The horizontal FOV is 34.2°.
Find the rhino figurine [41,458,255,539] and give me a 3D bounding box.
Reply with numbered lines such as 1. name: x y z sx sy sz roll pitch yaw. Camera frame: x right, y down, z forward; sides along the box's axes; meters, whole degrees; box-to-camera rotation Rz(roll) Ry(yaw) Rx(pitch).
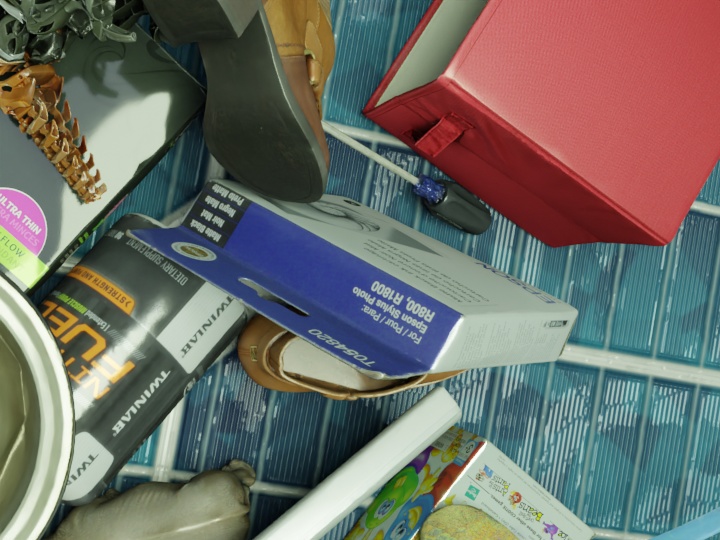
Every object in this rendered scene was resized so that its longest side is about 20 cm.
1. rhino figurine: -0.160 0.171 0.741 0.200 0.087 0.060 -15 91 -7

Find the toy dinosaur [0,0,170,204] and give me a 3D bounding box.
1. toy dinosaur: -0.166 -0.142 0.618 0.136 0.102 0.200 -13 117 26

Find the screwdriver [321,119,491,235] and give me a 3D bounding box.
1. screwdriver: 0.029 -0.062 0.768 0.028 0.029 0.200 -52 142 11

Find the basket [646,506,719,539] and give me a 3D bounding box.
1. basket: 0.212 0.252 0.798 0.176 0.139 0.200 -17 126 -14

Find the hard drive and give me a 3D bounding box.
1. hard drive: -0.031 0.155 0.736 0.200 0.132 0.027 -37 83 -22

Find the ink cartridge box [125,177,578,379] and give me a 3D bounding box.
1. ink cartridge box: 0.000 0.000 0.688 0.200 0.200 0.041 0 114 -56

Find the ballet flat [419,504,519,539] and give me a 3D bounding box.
1. ballet flat: 0.099 0.235 0.710 0.071 0.071 0.200 -30 100 -13

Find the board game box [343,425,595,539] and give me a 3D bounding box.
1. board game box: 0.042 0.215 0.786 0.105 0.103 0.200 42 80 -12

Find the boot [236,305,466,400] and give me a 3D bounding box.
1. boot: 0.022 0.051 0.754 0.200 0.155 0.074 -7 92 -14

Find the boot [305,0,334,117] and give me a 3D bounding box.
1. boot: -0.065 -0.143 0.710 0.074 0.200 0.155 -3 81 24

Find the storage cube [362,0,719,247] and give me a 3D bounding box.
1. storage cube: 0.137 -0.131 0.776 0.180 0.171 0.200 33 82 -13

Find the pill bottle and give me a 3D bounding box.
1. pill bottle: -0.169 0.069 0.717 0.106 0.106 0.200 43 71 -11

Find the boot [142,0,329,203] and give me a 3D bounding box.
1. boot: -0.037 -0.162 0.655 0.188 0.068 0.200 58 43 -40

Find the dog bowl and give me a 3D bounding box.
1. dog bowl: -0.249 0.079 0.590 0.200 0.074 0.200 1 88 -21

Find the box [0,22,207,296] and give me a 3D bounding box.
1. box: -0.214 -0.078 0.709 0.149 0.124 0.200 44 79 -10
